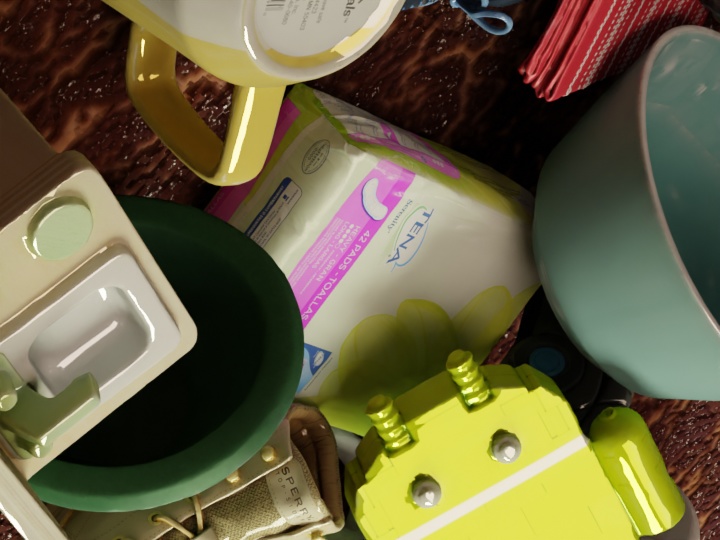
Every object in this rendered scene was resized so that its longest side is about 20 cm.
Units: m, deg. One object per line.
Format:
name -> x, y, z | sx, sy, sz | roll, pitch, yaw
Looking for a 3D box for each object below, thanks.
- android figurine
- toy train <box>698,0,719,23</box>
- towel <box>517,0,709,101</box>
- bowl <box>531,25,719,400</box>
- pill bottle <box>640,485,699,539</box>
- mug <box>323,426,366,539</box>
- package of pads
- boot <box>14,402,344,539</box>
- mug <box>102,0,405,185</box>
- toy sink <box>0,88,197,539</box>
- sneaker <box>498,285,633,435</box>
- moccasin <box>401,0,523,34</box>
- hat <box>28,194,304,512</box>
android figurine -> 0.070, 0.130, 1.239 | 0.181, 0.041, 0.201 | -27, 114, -1
toy train -> 0.259, -0.191, 1.285 | 0.114, 0.085, 0.201 | 4, 121, -59
towel -> 0.154, -0.163, 1.224 | 0.200, 0.022, 0.145 | -25, 146, -58
bowl -> 0.162, -0.013, 1.263 | 0.105, 0.202, 0.200 | -24, 153, 34
pill bottle -> 0.151, 0.225, 1.551 | 0.113, 0.114, 0.201 | -24, 137, -23
mug -> -0.036, 0.183, 1.345 | 0.175, 0.147, 0.201 | 25, 75, -48
package of pads -> 0.000, 0.000, 1.257 | 0.200, 0.068, 0.155 | 23, 109, -50
boot -> -0.091, 0.136, 1.179 | 0.155, 0.200, 0.073 | -21, 103, 17
mug -> -0.047, -0.142, 1.022 | 0.149, 0.153, 0.187 | -38, 141, -8
toy sink -> -0.152, 0.002, 1.021 | 0.112, 0.200, 0.131 | -38, 140, -7
sneaker -> 0.114, 0.054, 1.337 | 0.082, 0.073, 0.201 | 102, 10, -50
moccasin -> 0.068, -0.153, 1.170 | 0.199, 0.080, 0.068 | -22, 135, -24
hat -> -0.120, 0.077, 1.177 | 0.176, 0.199, 0.166 | 86, 27, -55
